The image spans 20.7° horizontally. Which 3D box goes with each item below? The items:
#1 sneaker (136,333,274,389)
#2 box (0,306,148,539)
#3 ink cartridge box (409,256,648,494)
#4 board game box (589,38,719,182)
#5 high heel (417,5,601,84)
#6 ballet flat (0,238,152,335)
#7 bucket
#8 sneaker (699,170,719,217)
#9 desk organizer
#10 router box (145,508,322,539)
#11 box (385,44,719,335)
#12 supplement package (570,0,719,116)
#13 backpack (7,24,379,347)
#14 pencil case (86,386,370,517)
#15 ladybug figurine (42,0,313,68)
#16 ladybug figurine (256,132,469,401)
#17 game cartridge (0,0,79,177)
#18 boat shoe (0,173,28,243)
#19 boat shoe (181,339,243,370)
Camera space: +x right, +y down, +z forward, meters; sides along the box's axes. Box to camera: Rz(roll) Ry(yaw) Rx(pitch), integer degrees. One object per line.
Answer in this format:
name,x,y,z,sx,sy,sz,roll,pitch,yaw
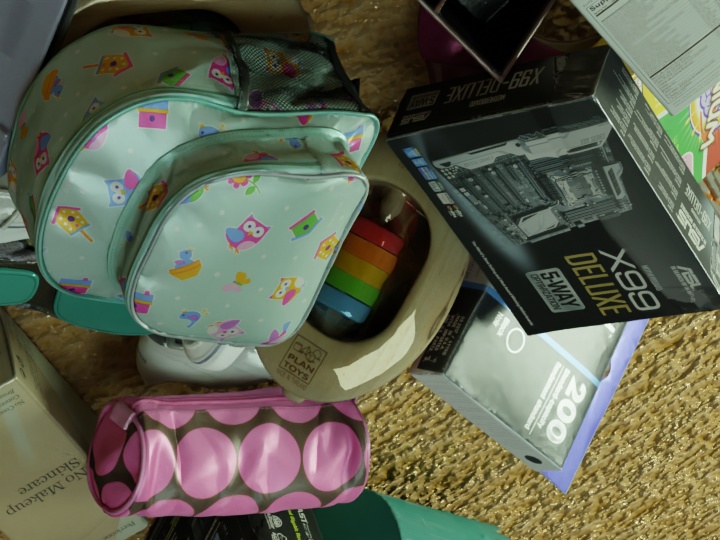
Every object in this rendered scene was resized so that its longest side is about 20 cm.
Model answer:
sneaker,-0.073,0.050,1.445,0.198,0.075,0.087,5,146,-22
box,-0.243,0.128,1.429,0.094,0.078,0.200,-30,135,5
ink cartridge box,0.148,0.038,1.444,0.200,0.043,0.199,39,71,-38
board game box,0.221,-0.130,1.336,0.200,0.040,0.154,-43,143,-23
high heel,0.130,-0.163,1.336,0.198,0.067,0.097,-11,109,-17
ballet flat,-0.212,-0.005,1.326,0.199,0.072,0.072,8,127,-30
bucket,0.026,0.282,1.602,0.134,0.208,0.207,24,119,-32
sneaker,0.275,-0.018,1.506,0.199,0.079,0.077,27,122,-39
desk organizer,0.041,-0.212,1.197,0.072,0.077,0.200,-40,119,17
router box,-0.106,0.230,1.527,0.062,0.150,0.201,8,128,-28
box,0.134,-0.047,1.277,0.157,0.050,0.200,-8,134,36
supplement package,0.159,-0.242,1.169,0.147,0.192,0.200,-38,134,14
backpack,-0.103,-0.051,1.166,0.198,0.154,0.176,9,130,-26
pencil case,-0.093,0.125,1.413,0.198,0.091,0.094,-3,125,-31
ladybug figurine,-0.128,-0.147,1.225,0.198,0.072,0.137,-5,132,-17
ladybug figurine,0.000,0.000,1.367,0.135,0.072,0.201,32,91,4
game cartridge,-0.229,-0.165,1.146,0.129,0.038,0.201,30,122,4
boat shoe,-0.200,-0.065,1.272,0.200,0.075,0.086,8,128,-31
boat shoe,-0.095,-0.032,1.317,0.065,0.073,0.202,8,99,-39
